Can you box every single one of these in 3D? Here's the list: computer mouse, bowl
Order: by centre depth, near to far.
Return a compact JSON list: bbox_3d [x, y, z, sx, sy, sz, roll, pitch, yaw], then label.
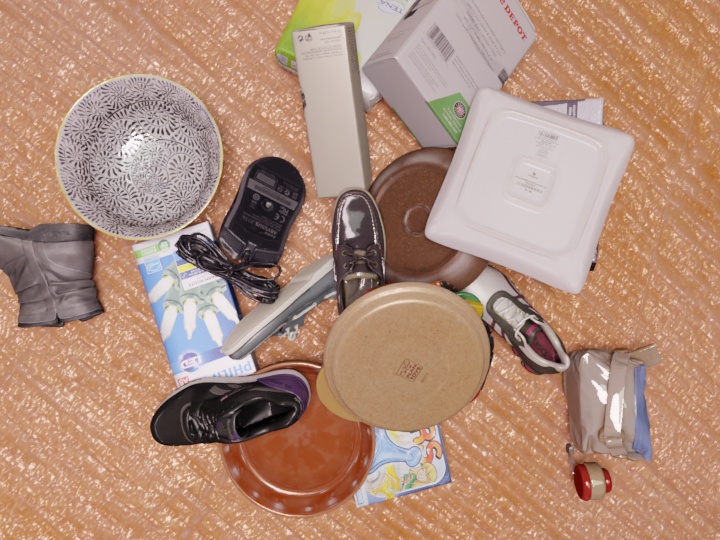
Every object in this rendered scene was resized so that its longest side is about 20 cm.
[{"bbox_3d":[-0.267,-0.134,0.741,0.197,0.094,0.204,0,86,-4],"label":"bowl"},{"bbox_3d":[-0.138,-0.060,0.750,0.137,0.053,0.202,29,59,-12],"label":"computer mouse"}]

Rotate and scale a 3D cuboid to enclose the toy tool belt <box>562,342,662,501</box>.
[{"bbox_3d":[0.345,0.200,0.772,0.121,0.125,0.204,-3,88,3],"label":"toy tool belt"}]

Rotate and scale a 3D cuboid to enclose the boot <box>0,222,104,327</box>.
[{"bbox_3d":[-0.432,0.010,0.735,0.196,0.070,0.134,-2,92,-1],"label":"boot"}]

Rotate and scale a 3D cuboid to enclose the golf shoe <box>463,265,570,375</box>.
[{"bbox_3d":[0.205,0.058,0.783,0.200,0.088,0.077,43,86,-1],"label":"golf shoe"}]

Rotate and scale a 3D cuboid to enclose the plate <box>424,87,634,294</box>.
[{"bbox_3d":[0.199,-0.100,0.684,0.197,0.032,0.203,21,87,10],"label":"plate"}]

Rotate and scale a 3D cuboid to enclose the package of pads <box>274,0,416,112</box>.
[{"bbox_3d":[-0.006,-0.337,0.792,0.153,0.068,0.202,26,86,-2],"label":"package of pads"}]

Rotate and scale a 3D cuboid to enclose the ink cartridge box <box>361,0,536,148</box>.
[{"bbox_3d":[0.120,-0.284,0.758,0.146,0.084,0.201,45,74,-29],"label":"ink cartridge box"}]

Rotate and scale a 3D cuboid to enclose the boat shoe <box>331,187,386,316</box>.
[{"bbox_3d":[0.000,0.000,0.722,0.071,0.065,0.204,-1,101,-4],"label":"boat shoe"}]

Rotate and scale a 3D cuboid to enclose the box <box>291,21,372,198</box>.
[{"bbox_3d":[-0.032,-0.200,0.733,0.067,0.082,0.203,-3,112,10],"label":"box"}]

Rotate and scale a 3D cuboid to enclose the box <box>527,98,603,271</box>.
[{"bbox_3d":[0.246,-0.106,0.759,0.130,0.114,0.204,3,87,21],"label":"box"}]

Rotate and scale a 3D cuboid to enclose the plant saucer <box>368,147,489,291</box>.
[{"bbox_3d":[0.079,-0.063,0.752,0.198,0.037,0.204,-2,85,28],"label":"plant saucer"}]

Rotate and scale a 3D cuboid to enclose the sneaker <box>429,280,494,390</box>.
[{"bbox_3d":[0.114,0.085,0.760,0.201,0.078,0.076,54,52,-33],"label":"sneaker"}]

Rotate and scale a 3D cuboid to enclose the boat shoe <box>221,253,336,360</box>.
[{"bbox_3d":[-0.087,0.056,0.739,0.200,0.072,0.062,-42,110,-33],"label":"boat shoe"}]

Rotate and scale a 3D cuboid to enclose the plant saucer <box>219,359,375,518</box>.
[{"bbox_3d":[-0.079,0.211,0.738,0.197,0.032,0.204,0,96,1],"label":"plant saucer"}]

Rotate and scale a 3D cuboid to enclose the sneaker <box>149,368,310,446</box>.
[{"bbox_3d":[-0.159,0.165,0.675,0.197,0.088,0.077,-16,96,4],"label":"sneaker"}]

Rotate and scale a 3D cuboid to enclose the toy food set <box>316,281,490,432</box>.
[{"bbox_3d":[0.054,0.103,0.667,0.195,0.049,0.203,11,112,-7],"label":"toy food set"}]

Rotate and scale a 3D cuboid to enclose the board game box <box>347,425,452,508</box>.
[{"bbox_3d":[0.036,0.198,0.784,0.133,0.034,0.203,-13,88,-6],"label":"board game box"}]

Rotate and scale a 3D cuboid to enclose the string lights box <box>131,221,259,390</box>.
[{"bbox_3d":[-0.211,0.050,0.755,0.101,0.059,0.203,-19,89,-8],"label":"string lights box"}]
